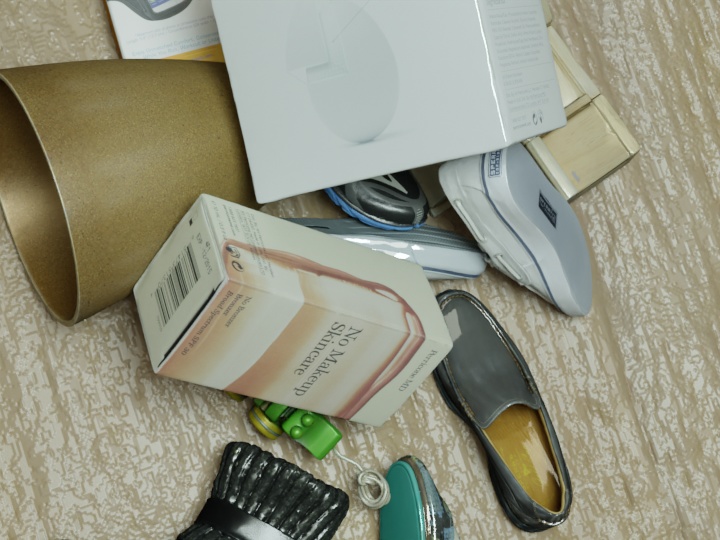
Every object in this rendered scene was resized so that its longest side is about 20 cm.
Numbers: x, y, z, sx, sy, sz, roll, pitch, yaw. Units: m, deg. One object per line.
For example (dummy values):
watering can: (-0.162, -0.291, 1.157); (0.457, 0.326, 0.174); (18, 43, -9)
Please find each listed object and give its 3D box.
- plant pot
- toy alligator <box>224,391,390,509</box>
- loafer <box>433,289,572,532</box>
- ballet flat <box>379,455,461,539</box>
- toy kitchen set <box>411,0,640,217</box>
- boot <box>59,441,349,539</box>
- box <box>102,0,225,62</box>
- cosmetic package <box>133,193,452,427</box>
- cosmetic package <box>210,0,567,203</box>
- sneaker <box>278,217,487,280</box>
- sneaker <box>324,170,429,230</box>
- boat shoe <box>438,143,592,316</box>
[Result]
plant pot: (-0.152, -0.080, 1.084); (0.198, 0.186, 0.188); (-20, 83, -23)
toy alligator: (-0.052, 0.102, 1.103); (0.059, 0.054, 0.200); (-45, 79, 7)
loafer: (0.112, 0.103, 1.133); (0.072, 0.072, 0.202); (-27, 85, -11)
ballet flat: (0.053, 0.242, 1.112); (0.073, 0.074, 0.203); (2, 82, -8)
toy kitchen set: (0.105, -0.143, 1.118); (0.162, 0.181, 0.201); (-34, 82, -11)
boot: (-0.125, 0.195, 1.077); (0.209, 0.079, 0.160); (23, 85, -15)
box: (-0.152, -0.246, 1.172); (0.118, 0.041, 0.202); (-15, 81, -11)
cosmetic package: (-0.046, 0.033, 1.041); (0.198, 0.104, 0.088); (16, 36, -35)
cosmetic package: (0.014, -0.170, 1.013); (0.197, 0.123, 0.203); (-10, 97, 29)
sneaker: (0.000, 0.000, 1.145); (0.197, 0.073, 0.072); (3, 108, -11)
sneaker: (-0.004, -0.122, 1.130); (0.070, 0.082, 0.201); (-22, 86, -45)
boat shoe: (0.121, -0.030, 1.125); (0.065, 0.200, 0.074); (-8, 51, 28)
